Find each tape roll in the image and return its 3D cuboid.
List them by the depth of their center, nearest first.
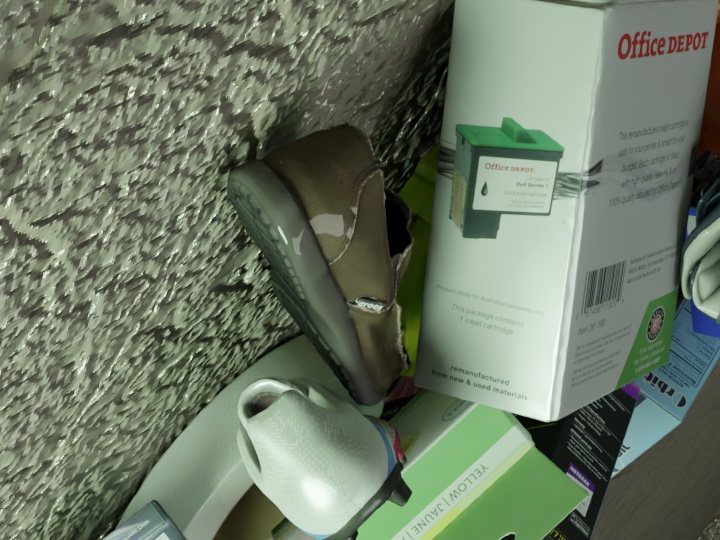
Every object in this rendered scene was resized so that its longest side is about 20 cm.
[{"bbox_3d":[-0.063,0.121,1.037,0.203,0.037,0.203,-45,160,-21],"label":"tape roll"}]

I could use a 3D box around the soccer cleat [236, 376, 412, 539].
[{"bbox_3d":[-0.023,0.083,0.913,0.070,0.086,0.200,-43,-178,-6],"label":"soccer cleat"}]

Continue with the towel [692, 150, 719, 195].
[{"bbox_3d":[0.276,-0.143,1.278,0.200,0.086,0.165,-56,160,18],"label":"towel"}]

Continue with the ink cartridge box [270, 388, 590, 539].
[{"bbox_3d":[0.028,0.126,0.964,0.145,0.048,0.200,-43,-171,-2],"label":"ink cartridge box"}]

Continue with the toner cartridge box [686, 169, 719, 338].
[{"bbox_3d":[0.276,-0.045,1.191,0.200,0.043,0.095,-40,132,-38],"label":"toner cartridge box"}]

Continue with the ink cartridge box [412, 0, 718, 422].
[{"bbox_3d":[0.104,-0.043,0.924,0.146,0.084,0.201,-15,114,-58],"label":"ink cartridge box"}]

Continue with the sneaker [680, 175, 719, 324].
[{"bbox_3d":[0.226,-0.006,1.014,0.146,0.077,0.203,-58,156,-28],"label":"sneaker"}]

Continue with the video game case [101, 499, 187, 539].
[{"bbox_3d":[-0.159,0.204,0.923,0.200,0.019,0.143,-37,154,-9],"label":"video game case"}]

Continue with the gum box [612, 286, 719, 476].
[{"bbox_3d":[0.212,0.049,1.286,0.200,0.045,0.170,-53,179,-31],"label":"gum box"}]

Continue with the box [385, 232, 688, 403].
[{"bbox_3d":[0.112,0.031,1.183,0.095,0.103,0.200,-28,153,-51],"label":"box"}]

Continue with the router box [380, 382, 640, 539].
[{"bbox_3d":[0.056,0.131,1.087,0.200,0.051,0.149,-20,-146,44],"label":"router box"}]

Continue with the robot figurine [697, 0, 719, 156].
[{"bbox_3d":[0.211,-0.146,1.057,0.200,0.117,0.144,-51,127,-2],"label":"robot figurine"}]

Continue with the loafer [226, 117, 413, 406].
[{"bbox_3d":[0.000,0.000,0.857,0.071,0.073,0.200,-35,155,-7],"label":"loafer"}]

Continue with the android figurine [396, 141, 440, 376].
[{"bbox_3d":[0.060,-0.021,1.013,0.200,0.041,0.182,-23,138,-50],"label":"android figurine"}]
